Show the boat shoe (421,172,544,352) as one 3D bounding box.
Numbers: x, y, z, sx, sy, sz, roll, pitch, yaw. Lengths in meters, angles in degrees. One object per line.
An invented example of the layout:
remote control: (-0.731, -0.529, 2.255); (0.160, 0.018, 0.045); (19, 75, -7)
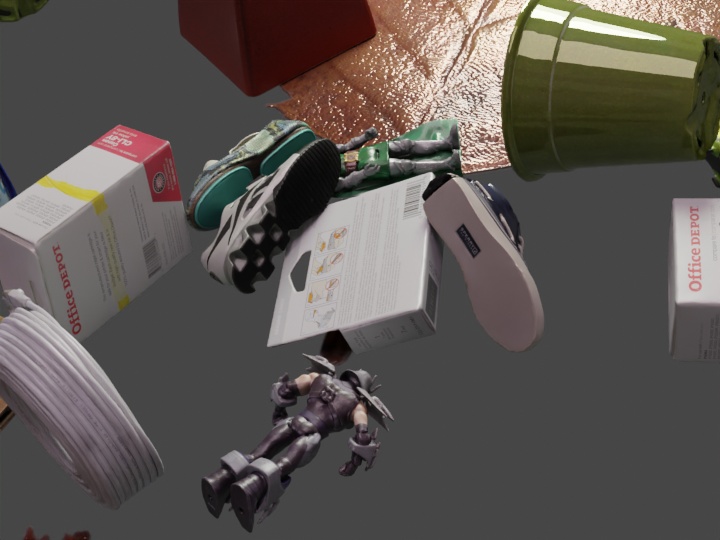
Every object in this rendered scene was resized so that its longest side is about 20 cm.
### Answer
boat shoe: (0.144, -0.011, 1.344); (0.092, 0.074, 0.202); (-1, 59, -51)

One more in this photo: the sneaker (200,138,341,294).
sneaker: (-0.102, -0.071, 1.437); (0.088, 0.074, 0.201); (18, 61, 44)

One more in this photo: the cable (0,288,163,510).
cable: (-0.261, 0.124, 1.194); (0.069, 0.202, 0.199); (-39, 33, -20)

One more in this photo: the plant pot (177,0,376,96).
plant pot: (-0.120, -0.375, 1.682); (0.198, 0.178, 0.200); (-30, 47, -19)

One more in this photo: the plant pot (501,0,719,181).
plant pot: (0.270, -0.185, 1.376); (0.187, 0.202, 0.201); (8, 46, 29)

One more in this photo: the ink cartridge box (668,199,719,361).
ink cartridge box: (0.392, 0.008, 1.256); (0.197, 0.084, 0.146); (0, 46, 12)

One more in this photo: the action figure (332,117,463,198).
action figure: (0.014, -0.120, 1.494); (0.197, 0.055, 0.119); (-9, 47, 8)

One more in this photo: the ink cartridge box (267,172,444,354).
ink cartridge box: (0.000, 0.000, 1.382); (0.171, 0.044, 0.202); (-16, 41, 23)

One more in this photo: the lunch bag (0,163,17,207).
lunch bag: (-0.484, -0.101, 1.462); (0.168, 0.202, 0.128); (15, 49, 23)

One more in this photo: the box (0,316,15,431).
box: (-0.425, 0.105, 1.371); (0.198, 0.021, 0.164); (19, 52, 27)

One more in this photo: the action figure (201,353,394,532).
action figure: (-0.055, 0.153, 1.225); (0.129, 0.070, 0.199); (24, 50, 39)

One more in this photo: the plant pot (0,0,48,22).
plant pot: (-0.513, -0.447, 1.844); (0.198, 0.201, 0.191); (-28, 60, -17)

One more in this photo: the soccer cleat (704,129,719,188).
soccer cleat: (0.401, -0.129, 1.415); (0.083, 0.065, 0.201); (-22, 44, -7)

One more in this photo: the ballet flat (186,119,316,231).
ballet flat: (-0.136, -0.110, 1.502); (0.074, 0.075, 0.199); (28, 47, 32)

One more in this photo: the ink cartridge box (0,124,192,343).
ink cartridge box: (-0.278, -0.035, 1.379); (0.083, 0.147, 0.200); (21, 45, 30)
